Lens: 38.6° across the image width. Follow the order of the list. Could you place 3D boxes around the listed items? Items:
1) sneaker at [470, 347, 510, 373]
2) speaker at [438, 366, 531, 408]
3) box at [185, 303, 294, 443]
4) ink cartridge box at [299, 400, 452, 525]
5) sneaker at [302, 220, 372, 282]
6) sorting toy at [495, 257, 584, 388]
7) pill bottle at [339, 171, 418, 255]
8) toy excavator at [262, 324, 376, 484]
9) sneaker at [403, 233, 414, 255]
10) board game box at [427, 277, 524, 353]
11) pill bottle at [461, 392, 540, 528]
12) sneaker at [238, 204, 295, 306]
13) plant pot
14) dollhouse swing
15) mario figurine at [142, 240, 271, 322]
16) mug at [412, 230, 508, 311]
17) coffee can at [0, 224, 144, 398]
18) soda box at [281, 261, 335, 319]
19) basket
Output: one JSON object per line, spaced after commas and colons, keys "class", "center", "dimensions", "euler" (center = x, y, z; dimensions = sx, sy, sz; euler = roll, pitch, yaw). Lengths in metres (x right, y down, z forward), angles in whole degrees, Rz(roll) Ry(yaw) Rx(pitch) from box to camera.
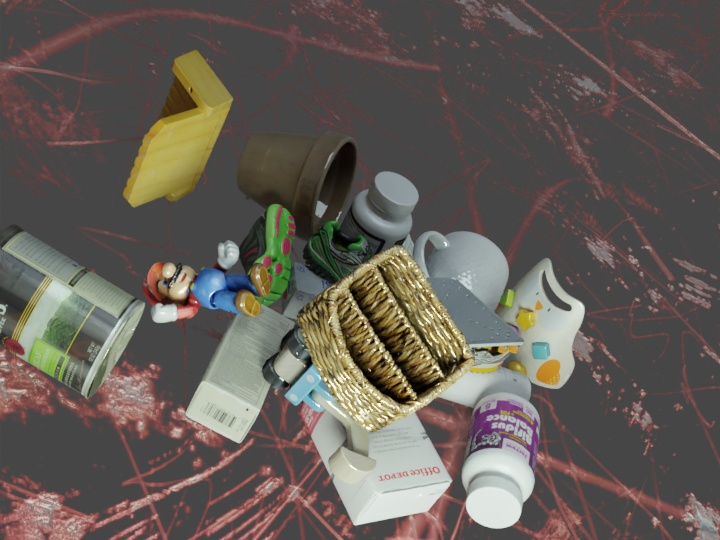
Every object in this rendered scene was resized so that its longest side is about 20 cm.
{"class": "sneaker", "center": [0.159, 0.119, 1.623], "dimensions": [0.197, 0.082, 0.079], "euler": [-7, 62, -32]}
{"class": "speaker", "center": [0.179, 0.182, 1.699], "dimensions": [0.197, 0.082, 0.082], "euler": [19, 38, -19]}
{"class": "box", "center": [-0.171, 0.139, 1.488], "dimensions": [0.094, 0.078, 0.201], "euler": [28, 36, -5]}
{"class": "ink cartridge box", "center": [0.020, 0.255, 1.492], "dimensions": [0.145, 0.083, 0.201], "euler": [0, 46, -37]}
{"class": "sneaker", "center": [0.000, 0.000, 1.662], "dimensions": [0.199, 0.086, 0.078], "euler": [36, 35, 4]}
{"class": "sorting toy", "center": [0.318, 0.081, 1.836], "dimensions": [0.106, 0.181, 0.201], "euler": [-3, 48, -39]}
{"class": "pill bottle", "center": [0.022, -0.067, 1.763], "dimensions": [0.110, 0.201, 0.112], "euler": [18, 39, -15]}
{"class": "toy excavator", "center": [-0.037, 0.168, 1.419], "dimensions": [0.199, 0.100, 0.195], "euler": [39, 37, -3]}
{"class": "sneaker", "center": [0.066, -0.046, 1.894], "dimensions": [0.080, 0.075, 0.202], "euler": [16, 47, -33]}
{"class": "board game box", "center": [0.120, 0.070, 1.578], "dimensions": [0.197, 0.026, 0.200], "euler": [0, 29, -34]}
{"class": "pill bottle", "center": [0.214, 0.290, 1.573], "dimensions": [0.111, 0.113, 0.201], "euler": [28, 36, -6]}
{"class": "sneaker", "center": [-0.160, -0.013, 1.685], "dimensions": [0.076, 0.083, 0.202], "euler": [37, 48, -28]}
{"class": "plant pot", "center": [-0.120, -0.164, 1.809], "dimensions": [0.172, 0.203, 0.201], "euler": [19, 34, 12]}
{"class": "dollhouse swing", "center": [-0.333, -0.230, 1.688], "dimensions": [0.174, 0.201, 0.182], "euler": [-12, 54, -43]}
{"class": "mario figurine", "center": [-0.238, 0.017, 1.500], "dimensions": [0.197, 0.108, 0.123], "euler": [1, 11, 25]}
{"class": "mug", "center": [0.154, 0.023, 1.787], "dimensions": [0.201, 0.146, 0.176], "euler": [55, 40, -22]}
{"class": "coffee can", "center": [-0.405, 0.054, 1.351], "dimensions": [0.198, 0.147, 0.147], "euler": [30, 36, -3]}
{"class": "soda box", "center": [-0.031, 0.056, 1.701], "dimensions": [0.197, 0.064, 0.069], "euler": [16, 37, -22]}
{"class": "basket", "center": [0.029, 0.093, 1.365], "dimensions": [0.202, 0.148, 0.142], "euler": [58, 36, -1]}
